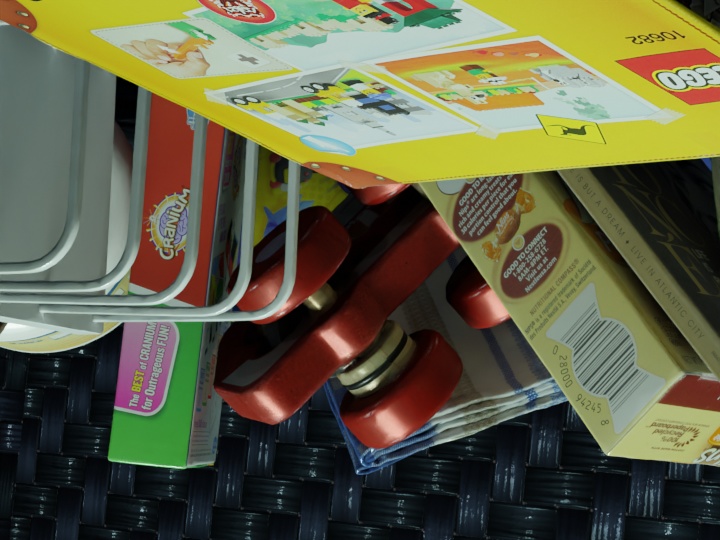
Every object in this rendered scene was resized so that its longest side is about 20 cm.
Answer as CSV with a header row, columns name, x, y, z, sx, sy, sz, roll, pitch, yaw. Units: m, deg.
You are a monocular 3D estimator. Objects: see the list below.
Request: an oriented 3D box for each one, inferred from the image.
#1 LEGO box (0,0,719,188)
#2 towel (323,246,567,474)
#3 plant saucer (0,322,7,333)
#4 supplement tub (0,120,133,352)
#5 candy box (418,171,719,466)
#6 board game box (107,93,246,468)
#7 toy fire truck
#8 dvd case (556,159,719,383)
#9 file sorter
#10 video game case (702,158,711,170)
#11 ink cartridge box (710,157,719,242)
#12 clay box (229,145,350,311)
name,x,y,z,sx,sy,sz,roll,pitch,yaw
LEGO box,0.016,-0.085,0.464,0.149,0.077,0.200,24,164,-36
towel,0.072,0.026,1.014,0.200,0.024,0.147,-22,-142,-2
plant saucer,-0.212,-0.027,0.873,0.037,0.201,0.200,19,-179,23
supplement tub,-0.186,-0.027,1.062,0.144,0.145,0.200,5,174,0
candy box,0.106,-0.005,0.843,0.115,0.200,0.055,11,128,-47
board game box,-0.093,0.004,1.010,0.040,0.200,0.153,6,174,1
toy fire truck,0.000,0.000,0.986,0.112,0.200,0.168,47,166,-14
dvd case,0.145,-0.016,0.827,0.016,0.200,0.149,-48,147,22
file sorter,-0.120,-0.050,0.810,0.124,0.139,0.200,-1,173,24
video game case,0.221,0.015,1.005,0.200,0.045,0.181,49,-174,13
ink cartridge box,0.260,-0.028,0.810,0.146,0.084,0.200,-14,165,34
clay box,0.018,-0.018,1.125,0.200,0.115,0.048,5,175,-8
